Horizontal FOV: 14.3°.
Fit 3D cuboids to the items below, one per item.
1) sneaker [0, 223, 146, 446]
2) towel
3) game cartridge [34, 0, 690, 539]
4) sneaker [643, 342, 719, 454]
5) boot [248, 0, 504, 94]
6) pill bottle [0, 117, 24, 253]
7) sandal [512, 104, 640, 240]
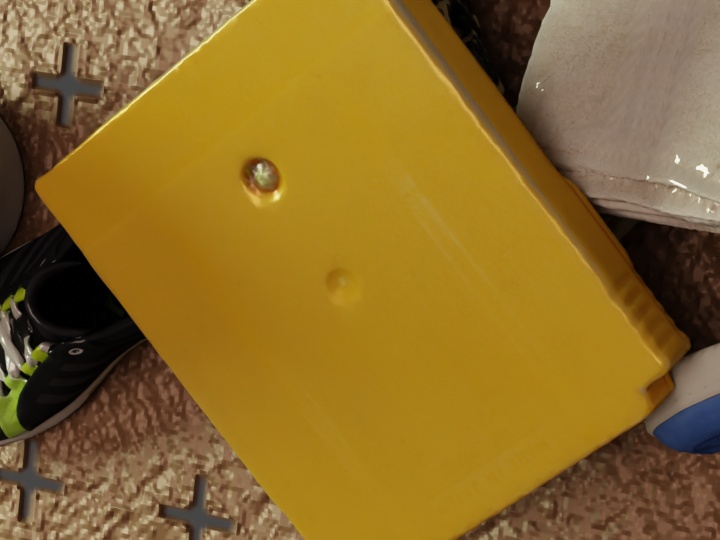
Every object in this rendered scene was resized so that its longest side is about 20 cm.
[{"bbox_3d":[-0.121,0.010,1.146,0.200,0.083,0.072,-33,78,25],"label":"sneaker"},{"bbox_3d":[0.129,-0.110,0.996,0.132,0.034,0.201,14,84,43],"label":"towel"},{"bbox_3d":[0.000,0.000,1.032,0.176,0.032,0.200,-35,94,34],"label":"game cartridge"},{"bbox_3d":[0.196,0.070,0.988,0.199,0.077,0.112,-11,79,21],"label":"sneaker"},{"bbox_3d":[0.026,-0.134,1.065,0.200,0.073,0.151,-15,85,31],"label":"boot"},{"bbox_3d":[-0.222,-0.032,1.129,0.111,0.200,0.112,2,93,28],"label":"pill bottle"},{"bbox_3d":[0.061,-0.020,1.065,0.200,0.054,0.080,-44,74,23],"label":"sandal"}]
